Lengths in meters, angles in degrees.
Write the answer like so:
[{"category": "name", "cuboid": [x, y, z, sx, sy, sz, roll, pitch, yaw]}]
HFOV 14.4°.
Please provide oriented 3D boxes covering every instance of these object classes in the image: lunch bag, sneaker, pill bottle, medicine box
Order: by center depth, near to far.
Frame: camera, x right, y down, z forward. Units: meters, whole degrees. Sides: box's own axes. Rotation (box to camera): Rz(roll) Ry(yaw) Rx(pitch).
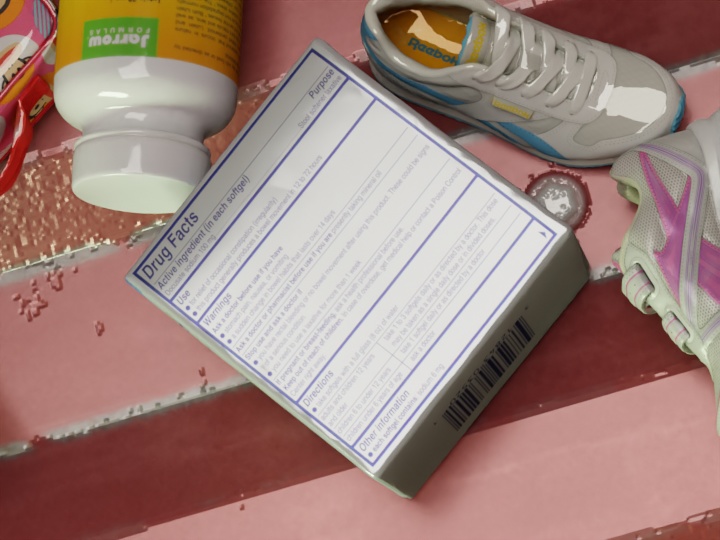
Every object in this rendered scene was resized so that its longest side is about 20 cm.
[{"category": "sneaker", "cuboid": [0.193, 0.009, 1.643, 0.088, 0.081, 0.200, -12, 67, 10]}, {"category": "medicine box", "cuboid": [0.000, 0.000, 1.667, 0.200, 0.103, 0.182, 38, 87, 17]}, {"category": "sneaker", "cuboid": [0.093, -0.116, 1.685, 0.200, 0.081, 0.077, 15, 79, 13]}, {"category": "pill bottle", "cuboid": [-0.127, -0.141, 1.714, 0.111, 0.111, 0.200, -1, 75, 11]}, {"category": "lunch bag", "cuboid": [-0.273, -0.113, 1.758, 0.176, 0.082, 0.200, 42, 88, 16]}]
